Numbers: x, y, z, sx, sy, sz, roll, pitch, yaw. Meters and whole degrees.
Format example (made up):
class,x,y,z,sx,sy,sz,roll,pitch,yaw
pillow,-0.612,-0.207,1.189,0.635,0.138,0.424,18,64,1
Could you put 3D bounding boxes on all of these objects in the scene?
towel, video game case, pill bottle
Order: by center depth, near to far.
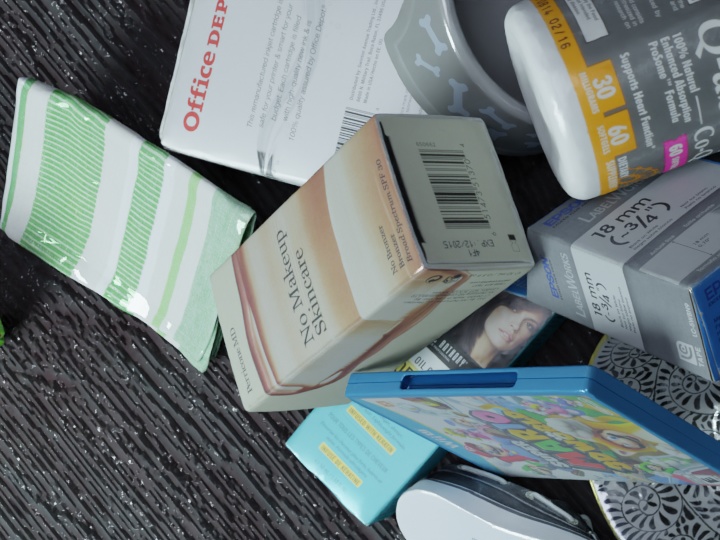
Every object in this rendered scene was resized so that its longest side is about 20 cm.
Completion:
class,x,y,z,sx,sy,sz,roll,pitch,yaw
pill bottle,0.188,-0.124,0.795,0.199,0.116,0.117,-21,82,3
video game case,0.104,0.091,0.845,0.200,0.143,0.018,-7,60,51
towel,-0.169,-0.033,1.021,0.200,0.023,0.153,33,132,16

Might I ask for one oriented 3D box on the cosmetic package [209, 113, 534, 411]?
class,x,y,z,sx,sy,sz,roll,pitch,yaw
cosmetic package,0.000,0.000,0.876,0.200,0.087,0.104,-42,59,45

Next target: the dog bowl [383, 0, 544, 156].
class,x,y,z,sx,sy,sz,roll,pitch,yaw
dog bowl,0.109,-0.172,0.889,0.059,0.199,0.201,3,89,62

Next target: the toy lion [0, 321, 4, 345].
class,x,y,z,sx,sy,sz,roll,pitch,yaw
toy lion,-0.361,0.070,1.036,0.191,0.200,0.069,-30,77,35

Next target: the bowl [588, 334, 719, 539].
class,x,y,z,sx,sy,sz,roll,pitch,yaw
bowl,0.236,0.102,0.862,0.200,0.094,0.202,22,120,45

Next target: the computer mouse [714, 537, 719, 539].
class,x,y,z,sx,sy,sz,roll,pitch,yaw
computer mouse,0.262,0.188,0.899,0.199,0.034,0.059,-11,84,18

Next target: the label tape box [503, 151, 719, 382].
class,x,y,z,sx,sy,sz,roll,pitch,yaw
label tape box,0.174,-0.028,0.830,0.144,0.200,0.063,-34,119,-20

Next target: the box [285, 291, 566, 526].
class,x,y,z,sx,sy,sz,roll,pitch,yaw
box,0.047,0.069,0.967,0.082,0.049,0.200,43,102,15

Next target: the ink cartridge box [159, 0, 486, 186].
class,x,y,z,sx,sy,sz,roll,pitch,yaw
ink cartridge box,-0.017,-0.126,0.976,0.199,0.084,0.147,16,94,19

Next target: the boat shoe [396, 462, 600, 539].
class,x,y,z,sx,sy,sz,roll,pitch,yaw
boat shoe,0.120,0.177,0.919,0.199,0.068,0.072,20,124,33
